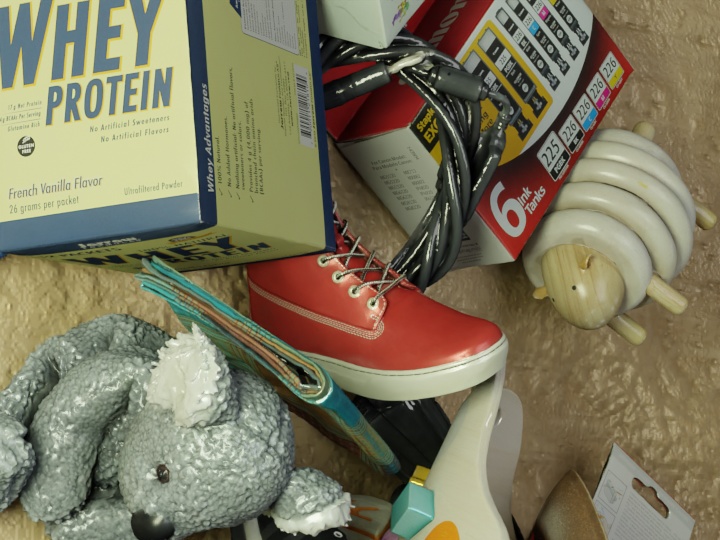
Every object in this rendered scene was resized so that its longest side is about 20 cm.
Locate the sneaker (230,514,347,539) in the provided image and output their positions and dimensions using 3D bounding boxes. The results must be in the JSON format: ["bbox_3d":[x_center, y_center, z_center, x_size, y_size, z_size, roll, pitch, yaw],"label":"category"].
[{"bbox_3d":[-0.040,0.180,1.615,0.200,0.082,0.072,-96,-176,-51],"label":"sneaker"}]

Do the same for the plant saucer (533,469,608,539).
[{"bbox_3d":[0.152,0.235,1.721,0.036,0.200,0.201,-15,95,-3],"label":"plant saucer"}]

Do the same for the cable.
[{"bbox_3d":[-0.001,-0.061,1.699,0.163,0.051,0.201,26,104,-13],"label":"cable"}]

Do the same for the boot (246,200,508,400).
[{"bbox_3d":[0.000,0.000,1.630,0.072,0.199,0.145,-31,119,-45],"label":"boot"}]

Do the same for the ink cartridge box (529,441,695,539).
[{"bbox_3d":[0.165,0.236,1.862,0.109,0.050,0.201,43,57,-28],"label":"ink cartridge box"}]

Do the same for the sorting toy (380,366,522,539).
[{"bbox_3d":[0.071,0.152,1.669,0.200,0.106,0.181,61,45,-71],"label":"sorting toy"}]

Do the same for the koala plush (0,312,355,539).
[{"bbox_3d":[-0.112,0.105,1.532,0.178,0.199,0.184,51,54,-23],"label":"koala plush"}]

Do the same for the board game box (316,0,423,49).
[{"bbox_3d":[0.002,-0.246,1.716,0.200,0.147,0.064,-53,148,-35],"label":"board game box"}]

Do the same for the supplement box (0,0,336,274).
[{"bbox_3d":[-0.119,-0.107,1.550,0.200,0.134,0.201,12,72,-67],"label":"supplement box"}]

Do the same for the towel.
[{"bbox_3d":[-0.053,0.064,1.579,0.022,0.146,0.200,-54,159,-8],"label":"towel"}]

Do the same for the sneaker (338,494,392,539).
[{"bbox_3d":[-0.041,0.221,1.672,0.200,0.078,0.077,-46,133,-36],"label":"sneaker"}]

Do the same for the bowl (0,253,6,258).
[{"bbox_3d":[-0.255,-0.098,1.543,0.200,0.039,0.202,8,78,-41],"label":"bowl"}]

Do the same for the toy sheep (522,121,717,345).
[{"bbox_3d":[0.184,-0.034,1.870,0.138,0.137,0.200,50,40,-25],"label":"toy sheep"}]

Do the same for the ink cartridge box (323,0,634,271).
[{"bbox_3d":[0.077,-0.132,1.815,0.176,0.084,0.200,49,55,-25],"label":"ink cartridge box"}]

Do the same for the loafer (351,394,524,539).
[{"bbox_3d":[0.051,0.153,1.770,0.070,0.068,0.201,-38,117,-7],"label":"loafer"}]
